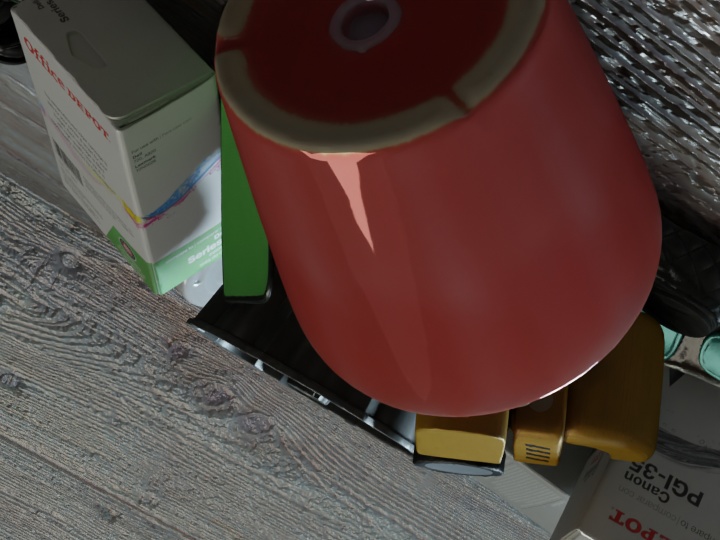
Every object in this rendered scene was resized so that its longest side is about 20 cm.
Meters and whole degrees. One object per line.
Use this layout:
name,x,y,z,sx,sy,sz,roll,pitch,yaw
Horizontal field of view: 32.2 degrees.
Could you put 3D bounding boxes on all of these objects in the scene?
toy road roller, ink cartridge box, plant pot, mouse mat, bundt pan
toy road roller,0.105,0.052,0.720,0.146,0.123,0.200,5,163,8
ink cartridge box,0.235,0.136,0.835,0.146,0.200,0.083,29,155,6
plant pot,0.029,-0.059,0.571,0.200,0.201,0.177,24,160,31
mouse mat,-0.072,-0.080,0.771,0.008,0.201,0.161,1,179,-16
ink cartridge box,-0.169,-0.101,0.923,0.145,0.084,0.200,46,157,26
bundt pan,-0.020,0.057,0.894,0.202,0.076,0.202,30,171,5

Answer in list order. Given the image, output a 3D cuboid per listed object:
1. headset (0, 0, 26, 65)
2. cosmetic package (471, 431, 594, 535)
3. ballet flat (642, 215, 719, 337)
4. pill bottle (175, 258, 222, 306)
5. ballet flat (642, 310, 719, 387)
headset,-0.316,-0.211,1.059,0.199,0.094,0.124,16,167,12
cosmetic package,0.165,0.137,0.917,0.200,0.107,0.090,40,154,-9
ballet flat,0.145,-0.036,0.739,0.200,0.057,0.066,39,154,-13
pill bottle,-0.156,-0.075,1.096,0.200,0.111,0.111,52,-179,27
ballet flat,0.219,0.032,0.805,0.200,0.070,0.069,28,170,17
